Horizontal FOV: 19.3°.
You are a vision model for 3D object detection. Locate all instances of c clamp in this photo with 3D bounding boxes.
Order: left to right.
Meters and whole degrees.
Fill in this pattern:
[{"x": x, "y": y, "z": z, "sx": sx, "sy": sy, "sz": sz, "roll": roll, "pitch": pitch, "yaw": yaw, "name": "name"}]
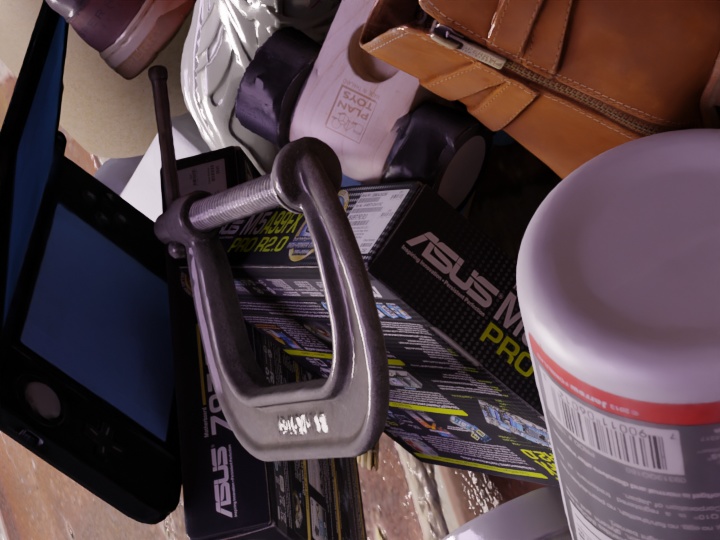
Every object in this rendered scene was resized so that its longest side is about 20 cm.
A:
[{"x": -0.043, "y": -0.005, "z": 0.843, "sx": 0.200, "sy": 0.027, "sz": 0.171, "roll": -1, "pitch": 99, "yaw": 65, "name": "c clamp"}]

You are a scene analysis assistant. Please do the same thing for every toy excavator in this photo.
[{"x": 0.031, "y": -0.058, "z": 0.935, "sx": 0.100, "sy": 0.200, "sz": 0.195, "roll": 27, "pitch": 101, "yaw": 22, "name": "toy excavator"}]

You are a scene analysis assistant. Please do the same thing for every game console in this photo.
[{"x": -0.115, "y": -0.016, "z": 0.974, "sx": 0.116, "sy": 0.176, "sz": 0.200, "roll": -41, "pitch": 24, "yaw": 27, "name": "game console"}]

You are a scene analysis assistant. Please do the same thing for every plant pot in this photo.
[{"x": -0.146, "y": -0.171, "z": 1.169, "sx": 0.187, "sy": 0.187, "sz": 0.200, "roll": 33, "pitch": 149, "yaw": 55, "name": "plant pot"}]

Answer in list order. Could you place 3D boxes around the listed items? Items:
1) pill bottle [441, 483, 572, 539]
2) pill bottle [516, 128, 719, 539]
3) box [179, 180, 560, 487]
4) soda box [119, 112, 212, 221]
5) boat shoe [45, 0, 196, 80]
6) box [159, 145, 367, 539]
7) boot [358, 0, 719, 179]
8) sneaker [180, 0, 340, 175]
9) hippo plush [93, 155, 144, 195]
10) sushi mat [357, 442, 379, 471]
[{"x": 0.108, "y": 0.196, "z": 0.918, "sx": 0.200, "sy": 0.109, "sz": 0.109, "roll": 66, "pitch": 155, "yaw": 17, "name": "pill bottle"}, {"x": 0.124, "y": 0.057, "z": 0.746, "sx": 0.116, "sy": 0.116, "sz": 0.200, "roll": 49, "pitch": 163, "yaw": 42, "name": "pill bottle"}, {"x": 0.027, "y": 0.029, "z": 0.907, "sx": 0.160, "sy": 0.044, "sz": 0.200, "roll": 39, "pitch": 164, "yaw": -20, "name": "box"}, {"x": -0.114, "y": 0.004, "z": 1.190, "sx": 0.068, "sy": 0.064, "sz": 0.200, "roll": 43, "pitch": 121, "yaw": 14, "name": "soda box"}, {"x": -0.104, "y": -0.165, "z": 0.980, "sx": 0.072, "sy": 0.065, "sz": 0.200, "roll": -39, "pitch": 27, "yaw": 30, "name": "boat shoe"}, {"x": -0.045, "y": 0.061, "z": 1.054, "sx": 0.161, "sy": 0.049, "sz": 0.200, "roll": 50, "pitch": -151, "yaw": -60, "name": "box"}, {"x": 0.072, "y": -0.059, "z": 0.765, "sx": 0.200, "sy": 0.155, "sz": 0.074, "roll": 115, "pitch": 164, "yaw": -46, "name": "boot"}, {"x": -0.043, "y": -0.128, "z": 1.072, "sx": 0.099, "sy": 0.078, "sz": 0.200, "roll": 12, "pitch": 117, "yaw": 59, "name": "sneaker"}, {"x": -0.165, "y": -0.004, "z": 1.302, "sx": 0.159, "sy": 0.161, "sz": 0.200, "roll": 11, "pitch": 116, "yaw": 63, "name": "hippo plush"}, {"x": 0.000, "y": 0.000, "z": 1.096, "sx": 0.096, "sy": 0.012, "sz": 0.200, "roll": -103, "pitch": 11, "yaw": -50, "name": "sushi mat"}]
